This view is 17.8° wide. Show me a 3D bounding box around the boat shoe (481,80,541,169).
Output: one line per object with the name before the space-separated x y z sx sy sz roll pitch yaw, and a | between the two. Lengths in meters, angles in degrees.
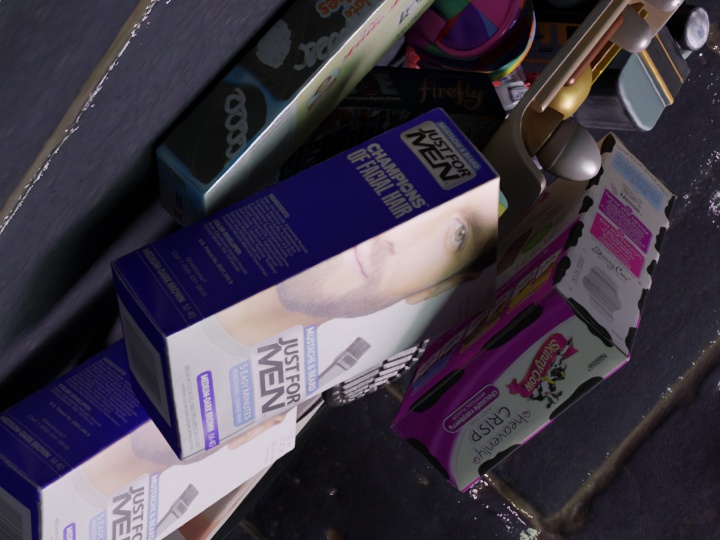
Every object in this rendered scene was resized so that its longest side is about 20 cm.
boat shoe | 0.030 -0.059 1.473 0.199 0.068 0.072 -19 176 29

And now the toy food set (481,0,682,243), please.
toy food set | 0.134 -0.101 1.340 0.200 0.060 0.144 -50 178 -22

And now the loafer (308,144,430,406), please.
loafer | 0.000 0.000 1.339 0.073 0.071 0.201 -21 144 -24

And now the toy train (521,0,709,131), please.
toy train | 0.149 -0.158 1.627 0.114 0.199 0.085 -57 134 -25

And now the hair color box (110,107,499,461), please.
hair color box | -0.025 0.007 1.200 0.199 0.065 0.110 -27 145 -19

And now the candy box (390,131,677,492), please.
candy box | 0.102 0.021 1.308 0.136 0.061 0.200 -42 -169 31

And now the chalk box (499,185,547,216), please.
chalk box | 0.044 -0.043 1.652 0.125 0.124 0.200 -48 -177 -16

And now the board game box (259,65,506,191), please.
board game box | -0.019 -0.044 1.364 0.135 0.035 0.200 0 143 -34

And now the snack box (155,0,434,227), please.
snack box | -0.026 -0.108 1.196 0.200 0.037 0.116 -48 174 -11

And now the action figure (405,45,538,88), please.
action figure | 0.106 -0.167 1.566 0.200 0.099 0.065 -47 143 -3

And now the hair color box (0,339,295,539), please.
hair color box | -0.125 0.098 1.317 0.200 0.065 0.110 -34 145 -35

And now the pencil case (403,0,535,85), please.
pencil case | 0.062 -0.155 1.368 0.088 0.088 0.200 -49 173 2

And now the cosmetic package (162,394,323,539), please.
cosmetic package | -0.131 0.149 1.866 0.200 0.103 0.087 -53 175 25
